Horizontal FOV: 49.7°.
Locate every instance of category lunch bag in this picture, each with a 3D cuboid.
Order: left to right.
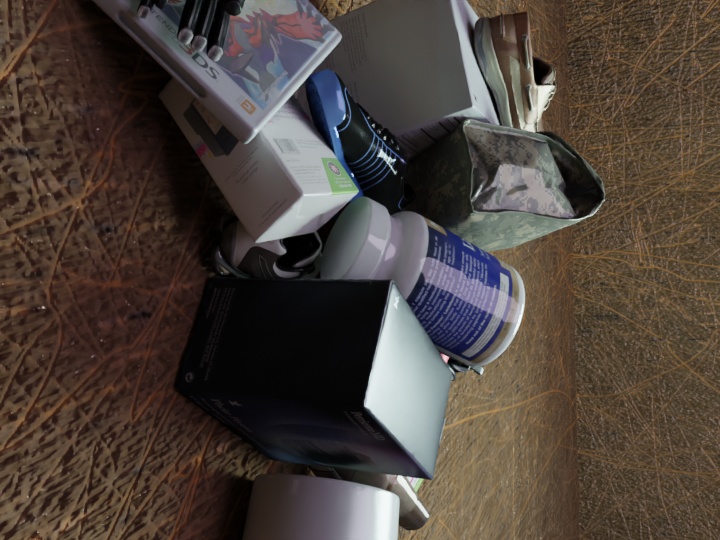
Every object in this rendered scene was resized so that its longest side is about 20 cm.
[{"bbox_3d":[0.158,-0.084,0.896,0.195,0.163,0.121,4,74,-27],"label":"lunch bag"}]

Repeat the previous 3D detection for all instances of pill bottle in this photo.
[{"bbox_3d":[0.063,0.011,0.794,0.197,0.115,0.118,26,61,-25],"label":"pill bottle"}]

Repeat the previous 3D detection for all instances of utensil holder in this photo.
[{"bbox_3d":[-0.048,0.317,0.763,0.170,0.166,0.205,45,47,-57],"label":"utensil holder"}]

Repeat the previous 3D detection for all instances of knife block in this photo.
[{"bbox_3d":[-0.110,-0.259,0.629,0.198,0.064,0.178,-27,82,-49],"label":"knife block"}]

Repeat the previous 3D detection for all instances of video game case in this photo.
[{"bbox_3d":[-0.117,-0.222,0.661,0.182,0.023,0.201,43,41,-12],"label":"video game case"}]

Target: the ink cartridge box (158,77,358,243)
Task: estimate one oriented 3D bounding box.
[{"bbox_3d":[-0.100,-0.130,0.702,0.202,0.067,0.117,56,24,9],"label":"ink cartridge box"}]

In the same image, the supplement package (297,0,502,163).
[{"bbox_3d":[0.044,-0.208,0.896,0.150,0.196,0.156,11,66,-65],"label":"supplement package"}]

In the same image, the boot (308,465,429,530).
[{"bbox_3d":[-0.012,0.259,0.922,0.146,0.199,0.071,42,46,-10],"label":"boot"}]

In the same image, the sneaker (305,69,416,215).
[{"bbox_3d":[0.004,-0.127,0.783,0.071,0.077,0.202,58,-7,38],"label":"sneaker"}]

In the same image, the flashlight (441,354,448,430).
[{"bbox_3d":[0.097,0.115,0.965,0.068,0.066,0.205,34,67,-61],"label":"flashlight"}]

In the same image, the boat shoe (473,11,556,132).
[{"bbox_3d":[0.190,-0.206,0.889,0.201,0.070,0.077,54,30,-45],"label":"boat shoe"}]

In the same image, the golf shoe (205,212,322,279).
[{"bbox_3d":[-0.071,-0.012,0.798,0.199,0.092,0.080,7,82,-67],"label":"golf shoe"}]

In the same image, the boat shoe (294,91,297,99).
[{"bbox_3d":[-0.100,-0.202,0.797,0.061,0.072,0.206,12,80,-27],"label":"boat shoe"}]

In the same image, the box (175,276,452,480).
[{"bbox_3d":[-0.035,0.107,0.750,0.201,0.193,0.126,53,43,-51],"label":"box"}]

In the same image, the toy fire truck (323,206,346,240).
[{"bbox_3d":[0.000,0.000,0.912,0.201,0.110,0.171,-80,146,-66],"label":"toy fire truck"}]

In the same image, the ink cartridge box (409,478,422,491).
[{"bbox_3d":[0.028,0.205,1.035,0.148,0.074,0.205,-42,128,-59],"label":"ink cartridge box"}]

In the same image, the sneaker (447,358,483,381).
[{"bbox_3d":[0.115,0.142,1.139,0.201,0.136,0.080,62,37,-58],"label":"sneaker"}]
